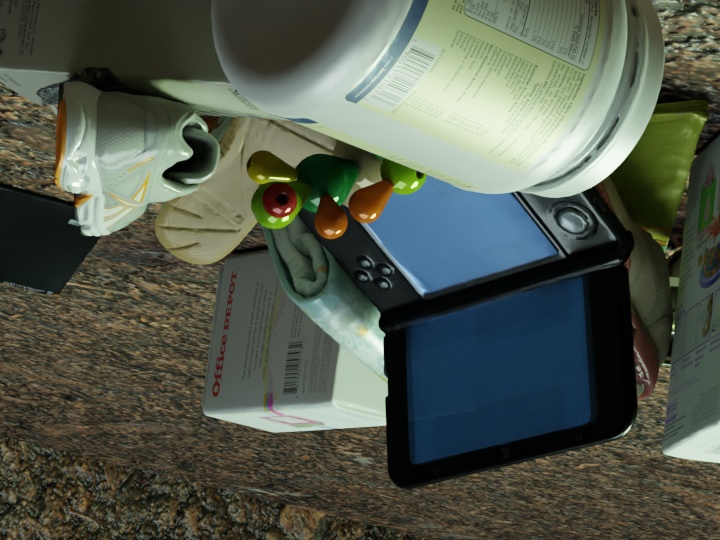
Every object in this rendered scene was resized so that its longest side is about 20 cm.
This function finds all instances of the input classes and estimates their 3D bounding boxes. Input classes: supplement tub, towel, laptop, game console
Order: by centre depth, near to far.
[{"bbox_3d":[0.041,-0.122,1.239,0.199,0.146,0.145,19,164,-39],"label":"supplement tub"},{"bbox_3d":[0.061,0.021,1.523,0.199,0.117,0.176,-18,123,39],"label":"game console"},{"bbox_3d":[0.167,-0.041,1.601,0.086,0.018,0.200,-8,148,-10],"label":"towel"},{"bbox_3d":[0.000,0.000,1.718,0.048,0.200,0.171,-39,128,16],"label":"towel"},{"bbox_3d":[-0.336,-0.050,2.161,0.176,0.104,0.200,16,-168,-26],"label":"laptop"}]

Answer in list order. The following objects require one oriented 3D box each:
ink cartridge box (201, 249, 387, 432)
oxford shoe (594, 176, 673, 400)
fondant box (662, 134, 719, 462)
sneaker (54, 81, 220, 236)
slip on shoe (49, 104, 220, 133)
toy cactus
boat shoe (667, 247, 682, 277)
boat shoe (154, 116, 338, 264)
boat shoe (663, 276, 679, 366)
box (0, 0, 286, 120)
[{"bbox_3d":[-0.042,0.057,2.109,0.084,0.145,0.200,16,166,-36],"label":"ink cartridge box"},{"bbox_3d":[0.156,-0.010,1.587,0.070,0.075,0.201,11,139,29],"label":"oxford shoe"},{"bbox_3d":[0.243,0.013,1.568,0.058,0.201,0.144,8,168,-6],"label":"fondant box"},{"bbox_3d":[-0.128,-0.062,1.500,0.091,0.076,0.200,3,173,2],"label":"sneaker"},{"bbox_3d":[-0.106,-0.108,1.619,0.199,0.074,0.061,13,144,-13],"label":"slip on shoe"},{"bbox_3d":[0.006,-0.079,1.442,0.102,0.200,0.165,44,159,1],"label":"toy cactus"},{"bbox_3d":[0.253,0.010,1.839,0.072,0.076,0.200,26,144,-29],"label":"boat shoe"},{"bbox_3d":[-0.055,-0.089,1.555,0.071,0.069,0.200,40,119,-20],"label":"boat shoe"},{"bbox_3d":[0.187,0.039,1.725,0.200,0.061,0.072,0,155,-21],"label":"boat shoe"},{"bbox_3d":[-0.116,-0.135,1.475,0.199,0.069,0.082,5,169,20],"label":"box"}]
